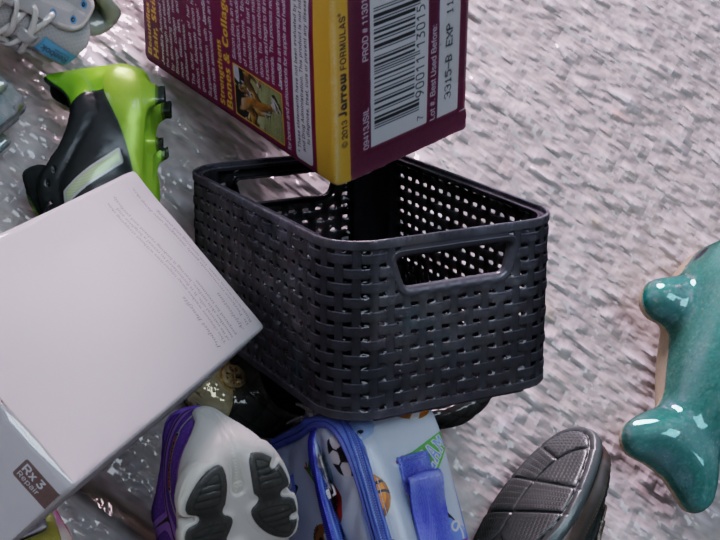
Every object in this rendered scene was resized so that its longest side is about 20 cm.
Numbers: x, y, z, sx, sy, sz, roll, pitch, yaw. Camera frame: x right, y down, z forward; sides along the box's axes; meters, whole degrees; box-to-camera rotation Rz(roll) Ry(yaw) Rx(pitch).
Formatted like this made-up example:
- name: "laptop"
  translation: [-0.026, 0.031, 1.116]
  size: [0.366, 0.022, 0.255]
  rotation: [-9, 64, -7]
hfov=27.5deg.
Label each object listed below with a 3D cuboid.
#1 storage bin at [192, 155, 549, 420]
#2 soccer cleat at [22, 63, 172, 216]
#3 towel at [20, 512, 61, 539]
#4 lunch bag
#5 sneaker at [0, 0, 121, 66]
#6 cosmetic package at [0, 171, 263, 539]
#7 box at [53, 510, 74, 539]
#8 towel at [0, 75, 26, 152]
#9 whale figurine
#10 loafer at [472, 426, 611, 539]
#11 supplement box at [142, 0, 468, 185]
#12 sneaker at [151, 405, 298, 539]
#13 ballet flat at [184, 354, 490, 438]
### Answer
- name: "storage bin"
  translation: [0.000, 0.000, 0.808]
  size: [0.134, 0.200, 0.095]
  rotation: [-8, 107, -27]
- name: "soccer cleat"
  translation: [-0.152, -0.021, 0.840]
  size: [0.080, 0.068, 0.203]
  rotation: [0, 74, 0]
- name: "towel"
  translation: [-0.248, 0.092, 0.673]
  size: [0.198, 0.023, 0.145]
  rotation: [-9, 59, -21]
- name: "lunch bag"
  translation: [0.006, 0.164, 0.778]
  size: [0.075, 0.160, 0.202]
  rotation: [-12, 81, -27]
- name: "sneaker"
  translation: [-0.193, -0.152, 0.818]
  size: [0.087, 0.075, 0.200]
  rotation: [55, 29, -1]
- name: "cosmetic package"
  translation: [-0.140, 0.039, 0.686]
  size: [0.113, 0.081, 0.200]
  rotation: [50, 28, 2]
- name: "box"
  translation: [-0.226, 0.191, 0.697]
  size: [0.199, 0.103, 0.095]
  rotation: [-30, 85, -30]
- name: "towel"
  translation: [-0.306, -0.099, 0.801]
  size: [0.199, 0.048, 0.172]
  rotation: [-37, 86, -31]
- name: "whale figurine"
  translation: [0.251, 0.061, 0.968]
  size: [0.159, 0.104, 0.200]
  rotation: [45, 59, -4]
- name: "loafer"
  translation: [0.099, 0.190, 0.880]
  size: [0.063, 0.072, 0.201]
  rotation: [45, 64, -26]
- name: "supplement box"
  translation: [-0.037, -0.158, 0.847]
  size: [0.103, 0.132, 0.199]
  rotation: [-27, 44, -30]
- name: "sneaker"
  translation: [-0.071, 0.162, 0.766]
  size: [0.080, 0.083, 0.202]
  rotation: [-8, 112, -26]
- name: "ballet flat"
  translation: [-0.011, 0.062, 0.872]
  size: [0.198, 0.057, 0.067]
  rotation: [1, 70, -25]
